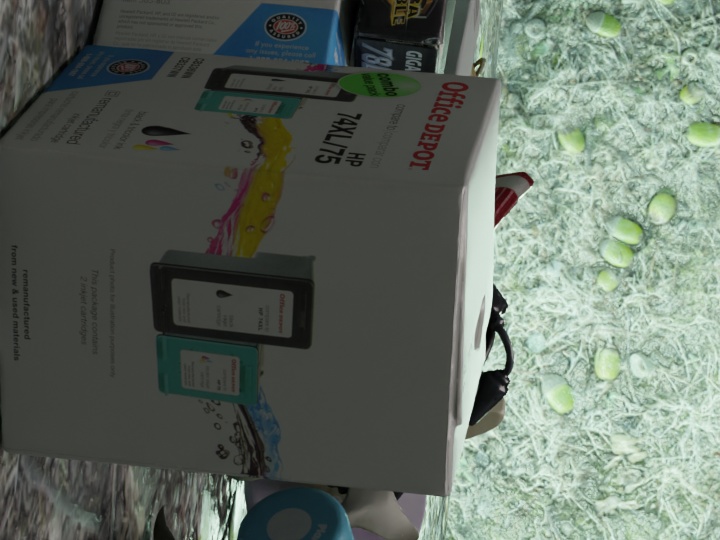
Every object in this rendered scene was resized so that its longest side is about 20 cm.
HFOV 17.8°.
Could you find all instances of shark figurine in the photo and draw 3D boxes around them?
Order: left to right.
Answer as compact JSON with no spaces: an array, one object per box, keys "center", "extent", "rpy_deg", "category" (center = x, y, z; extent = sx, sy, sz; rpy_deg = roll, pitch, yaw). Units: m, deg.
[{"center":[-0.075,0.161,1.298],"extent":[0.128,0.214,0.090],"rpy_deg":[3,51,-55],"category":"shark figurine"}]

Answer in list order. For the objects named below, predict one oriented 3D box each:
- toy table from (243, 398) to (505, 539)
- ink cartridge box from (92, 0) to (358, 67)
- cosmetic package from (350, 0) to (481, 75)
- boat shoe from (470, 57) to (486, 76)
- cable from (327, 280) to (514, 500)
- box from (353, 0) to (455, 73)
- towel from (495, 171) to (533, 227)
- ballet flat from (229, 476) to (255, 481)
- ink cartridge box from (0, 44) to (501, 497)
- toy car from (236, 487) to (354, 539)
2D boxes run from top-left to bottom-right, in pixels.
[{"center":[-0.004,0.112,1.554],"extent":[0.117,0.183,0.201],"rpy_deg":[110,-25,-47],"category":"toy table"},{"center":[-0.055,-0.164,1.141],"extent":[0.068,0.115,0.201],"rpy_deg":[82,15,-60],"category":"ink cartridge box"},{"center":[-0.015,-0.105,1.353],"extent":[0.052,0.150,0.201],"rpy_deg":[86,13,-47],"category":"cosmetic package"},{"center":[0.040,-0.139,1.482],"extent":[0.073,0.063,0.200],"rpy_deg":[-46,-143,17],"category":"boat shoe"},{"center":[0.023,0.057,1.389],"extent":[0.164,0.051,0.200],"rpy_deg":[-58,-151,13],"category":"cable"},{"center":[0.030,-0.176,1.195],"extent":[0.200,0.049,0.199],"rpy_deg":[87,10,-74],"category":"box"},{"center":[0.000,0.000,1.362],"extent":[0.200,0.144,0.023],"rpy_deg":[-45,119,-43],"category":"towel"},{"center":[-0.062,0.030,1.431],"extent":[0.064,0.067,0.201],"rpy_deg":[54,40,-62],"category":"ballet flat"},{"center":[-0.044,-0.004,1.019],"extent":[0.147,0.199,0.147],"rpy_deg":[-68,162,-66],"category":"ink cartridge box"},{"center":[-0.026,0.255,1.189],"extent":[0.200,0.176,0.185],"rpy_deg":[48,-22,46],"category":"toy car"}]
